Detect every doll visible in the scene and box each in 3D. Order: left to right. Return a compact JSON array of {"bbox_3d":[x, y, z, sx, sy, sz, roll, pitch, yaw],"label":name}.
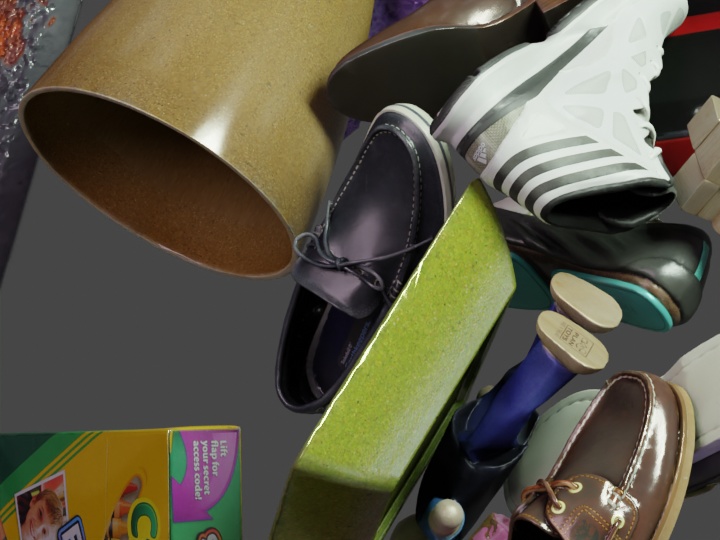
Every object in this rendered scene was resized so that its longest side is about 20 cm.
[{"bbox_3d":[0.066,0.096,1.343,0.200,0.048,0.137,-58,3,35],"label":"doll"}]

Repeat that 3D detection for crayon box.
[{"bbox_3d":[-0.137,0.189,1.402,0.172,0.058,0.200,-6,84,50],"label":"crayon box"}]

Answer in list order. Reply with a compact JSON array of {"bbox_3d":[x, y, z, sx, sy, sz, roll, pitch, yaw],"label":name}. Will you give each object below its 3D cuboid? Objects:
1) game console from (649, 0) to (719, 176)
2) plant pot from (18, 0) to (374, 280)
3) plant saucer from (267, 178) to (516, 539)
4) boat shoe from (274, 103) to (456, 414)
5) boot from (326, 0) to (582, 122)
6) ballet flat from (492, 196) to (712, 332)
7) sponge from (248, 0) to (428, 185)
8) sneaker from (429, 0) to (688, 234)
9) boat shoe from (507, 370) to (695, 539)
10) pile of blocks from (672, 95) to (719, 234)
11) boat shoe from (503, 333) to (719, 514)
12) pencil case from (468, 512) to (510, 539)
[{"bbox_3d":[0.182,-0.124,1.420,0.200,0.031,0.177,-7,45,24],"label":"game console"},{"bbox_3d":[-0.074,-0.129,1.493,0.186,0.186,0.200,13,64,36],"label":"plant pot"},{"bbox_3d":[0.019,0.079,1.329,0.048,0.200,0.200,29,60,6],"label":"plant saucer"},{"bbox_3d":[0.000,0.000,1.418,0.075,0.062,0.200,36,121,30],"label":"boat shoe"},{"bbox_3d":[0.046,-0.182,1.485,0.186,0.064,0.200,-18,43,-5],"label":"boot"},{"bbox_3d":[0.116,-0.010,1.406,0.200,0.068,0.068,12,59,42],"label":"ballet flat"},{"bbox_3d":[-0.008,-0.146,1.577,0.200,0.030,0.112,-36,54,11],"label":"sponge"},{"bbox_3d":[0.135,-0.081,1.342,0.115,0.200,0.076,47,140,10],"label":"sneaker"},{"bbox_3d":[0.107,0.138,1.246,0.070,0.070,0.200,-8,58,58],"label":"boat shoe"},{"bbox_3d":[0.236,-0.001,1.313,0.200,0.082,0.062,51,124,20],"label":"pile of blocks"},{"bbox_3d":[0.160,0.090,1.324,0.202,0.060,0.072,-30,55,41],"label":"boat shoe"},{"bbox_3d":[0.042,0.222,1.326,0.200,0.087,0.083,-49,27,3],"label":"pencil case"}]
